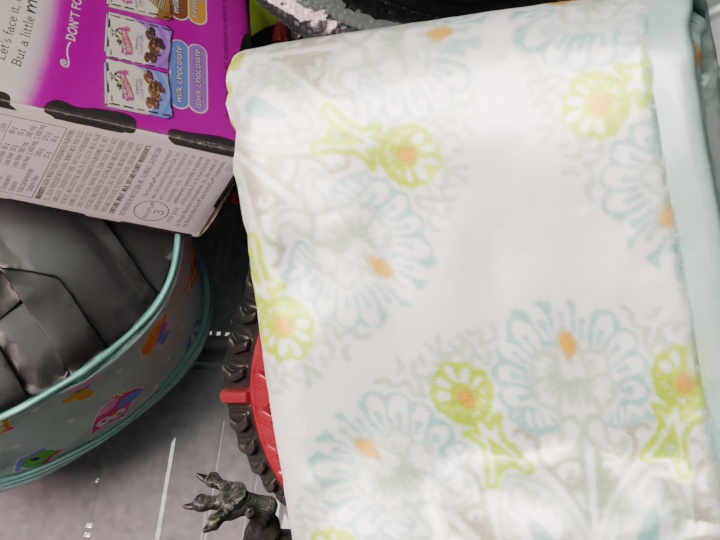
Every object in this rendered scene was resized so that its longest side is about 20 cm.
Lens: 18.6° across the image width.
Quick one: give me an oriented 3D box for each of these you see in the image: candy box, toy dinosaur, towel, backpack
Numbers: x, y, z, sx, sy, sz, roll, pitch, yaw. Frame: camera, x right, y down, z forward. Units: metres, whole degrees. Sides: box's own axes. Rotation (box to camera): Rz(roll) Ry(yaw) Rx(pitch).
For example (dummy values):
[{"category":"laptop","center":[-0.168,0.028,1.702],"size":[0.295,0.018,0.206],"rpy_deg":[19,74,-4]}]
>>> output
[{"category":"candy box","center":[-0.143,-0.098,0.804],"size":[0.200,0.061,0.137],"rpy_deg":[12,51,-21]},{"category":"toy dinosaur","center":[-0.016,0.110,0.846],"size":[0.200,0.088,0.048],"rpy_deg":[-19,48,2]},{"category":"towel","center":[0.046,0.014,0.744],"size":[0.171,0.048,0.200],"rpy_deg":[-6,95,21]},{"category":"backpack","center":[-0.157,-0.011,0.883],"size":[0.176,0.153,0.200],"rpy_deg":[-32,63,-12]}]

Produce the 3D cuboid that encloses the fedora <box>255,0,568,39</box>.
[{"category":"fedora","center":[0.025,-0.142,0.838],"size":[0.200,0.092,0.201],"rpy_deg":[1,70,-2]}]

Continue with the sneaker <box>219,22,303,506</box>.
[{"category":"sneaker","center":[0.000,0.000,0.882],"size":[0.079,0.095,0.200],"rpy_deg":[5,100,29]}]

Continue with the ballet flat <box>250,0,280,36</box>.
[{"category":"ballet flat","center":[-0.064,-0.117,0.966],"size":[0.067,0.067,0.200],"rpy_deg":[-28,67,-25]}]

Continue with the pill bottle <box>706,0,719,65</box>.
[{"category":"pill bottle","center":[0.130,-0.142,0.896],"size":[0.119,0.120,0.200],"rpy_deg":[-20,62,2]}]
